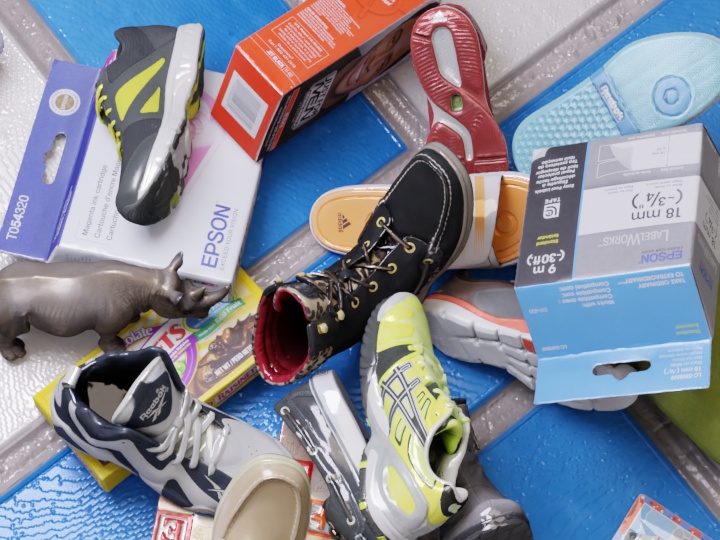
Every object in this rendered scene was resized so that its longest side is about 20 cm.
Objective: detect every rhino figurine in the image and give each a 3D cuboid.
[{"bbox_3d":[-0.200,0.024,1.562,0.198,0.088,0.060,-4,55,8],"label":"rhino figurine"}]

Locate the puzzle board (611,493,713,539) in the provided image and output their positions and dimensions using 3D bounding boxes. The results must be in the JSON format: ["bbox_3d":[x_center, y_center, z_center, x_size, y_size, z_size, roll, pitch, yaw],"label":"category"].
[{"bbox_3d":[0.235,0.298,1.566,0.150,0.017,0.201,33,71,6],"label":"puzzle board"}]

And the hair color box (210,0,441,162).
[{"bbox_3d":[-0.025,-0.182,1.635,0.061,0.102,0.200,46,58,11],"label":"hair color box"}]

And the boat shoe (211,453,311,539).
[{"bbox_3d":[-0.086,0.231,1.476,0.072,0.065,0.201,19,113,-10],"label":"boat shoe"}]

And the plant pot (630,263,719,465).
[{"bbox_3d":[0.263,0.027,1.590,0.199,0.188,0.187,34,71,23],"label":"plant pot"}]

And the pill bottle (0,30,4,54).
[{"bbox_3d":[-0.392,-0.146,1.610,0.114,0.114,0.201,35,71,7],"label":"pill bottle"}]

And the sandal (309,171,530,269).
[{"bbox_3d":[0.053,-0.034,1.610,0.204,0.059,0.080,-3,99,14],"label":"sandal"}]

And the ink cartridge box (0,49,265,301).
[{"bbox_3d":[-0.181,-0.085,1.630,0.198,0.043,0.198,12,61,-2],"label":"ink cartridge box"}]

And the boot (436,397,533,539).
[{"bbox_3d":[0.076,0.158,1.504,0.069,0.200,0.133,-10,76,-9],"label":"boot"}]

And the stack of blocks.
[{"bbox_3d":[-0.058,0.182,1.557,0.198,0.059,0.116,10,71,-2],"label":"stack of blocks"}]

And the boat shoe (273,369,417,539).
[{"bbox_3d":[-0.003,0.174,1.504,0.056,0.069,0.201,-27,72,4],"label":"boat shoe"}]

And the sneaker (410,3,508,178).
[{"bbox_3d":[0.093,-0.129,1.670,0.078,0.116,0.202,0,106,14],"label":"sneaker"}]

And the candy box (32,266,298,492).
[{"bbox_3d":[-0.155,0.079,1.588,0.199,0.026,0.102,-38,59,-16],"label":"candy box"}]

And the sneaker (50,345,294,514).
[{"bbox_3d":[-0.138,0.116,1.472,0.198,0.130,0.080,27,72,4],"label":"sneaker"}]

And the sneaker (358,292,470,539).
[{"bbox_3d":[0.046,0.105,1.463,0.076,0.075,0.202,-19,55,27],"label":"sneaker"}]

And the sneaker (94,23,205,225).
[{"bbox_3d":[-0.177,-0.118,1.592,0.084,0.075,0.201,7,51,4],"label":"sneaker"}]

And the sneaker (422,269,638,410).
[{"bbox_3d":[0.143,0.043,1.593,0.199,0.077,0.082,23,57,25],"label":"sneaker"}]

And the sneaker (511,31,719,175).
[{"bbox_3d":[0.230,-0.133,1.637,0.199,0.130,0.080,-25,80,25],"label":"sneaker"}]

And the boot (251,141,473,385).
[{"bbox_3d":[0.000,0.000,1.529,0.150,0.201,0.073,-28,67,-41],"label":"boot"}]

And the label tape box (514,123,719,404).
[{"bbox_3d":[0.196,-0.006,1.504,0.143,0.063,0.201,-8,53,26],"label":"label tape box"}]
